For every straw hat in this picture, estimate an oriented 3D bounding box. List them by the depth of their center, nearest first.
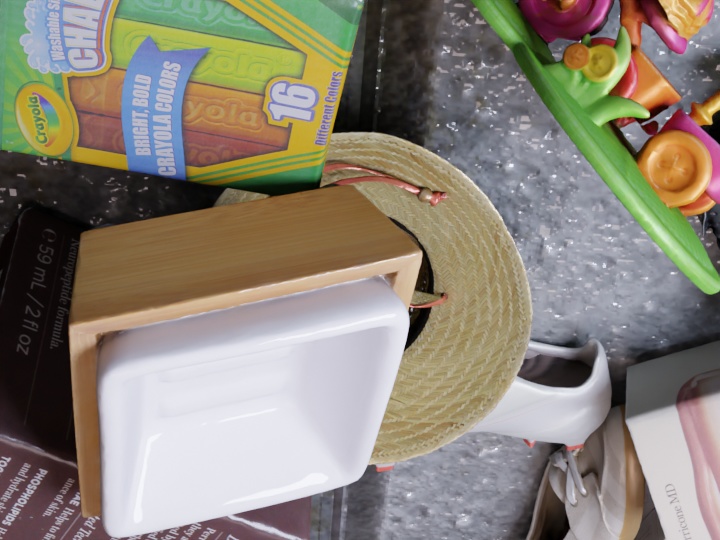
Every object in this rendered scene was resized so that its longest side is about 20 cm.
[{"bbox_3d":[0.000,0.000,0.903,0.199,0.085,0.203,0,118,0],"label":"straw hat"}]

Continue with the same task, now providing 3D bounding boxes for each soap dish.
[{"bbox_3d":[-0.062,0.044,0.776,0.156,0.082,0.201,-12,151,-14],"label":"soap dish"}]

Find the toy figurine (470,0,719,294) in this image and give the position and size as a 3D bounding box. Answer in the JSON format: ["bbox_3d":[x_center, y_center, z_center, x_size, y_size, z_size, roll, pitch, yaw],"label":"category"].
[{"bbox_3d":[0.170,-0.125,0.750,0.184,0.201,0.150,-40,166,13],"label":"toy figurine"}]

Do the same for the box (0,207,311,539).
[{"bbox_3d":[-0.148,0.102,0.957,0.198,0.167,0.164,22,132,-20],"label":"box"}]

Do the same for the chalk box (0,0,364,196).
[{"bbox_3d":[-0.103,-0.130,0.744,0.198,0.125,0.125,8,136,-6],"label":"chalk box"}]

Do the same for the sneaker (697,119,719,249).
[{"bbox_3d":[0.210,-0.035,0.875,0.089,0.067,0.201,5,133,2],"label":"sneaker"}]

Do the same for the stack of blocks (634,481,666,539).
[{"bbox_3d":[0.230,0.200,1.118,0.114,0.059,0.201,17,135,-14],"label":"stack of blocks"}]

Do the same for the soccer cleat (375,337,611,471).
[{"bbox_3d":[0.054,0.073,0.995,0.198,0.070,0.078,-4,132,-4],"label":"soccer cleat"}]

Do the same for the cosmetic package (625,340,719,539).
[{"bbox_3d":[0.262,0.088,0.948,0.198,0.087,0.104,-19,103,16],"label":"cosmetic package"}]

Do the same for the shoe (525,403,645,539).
[{"bbox_3d":[0.143,0.159,1.072,0.053,0.070,0.201,0,139,-9],"label":"shoe"}]
